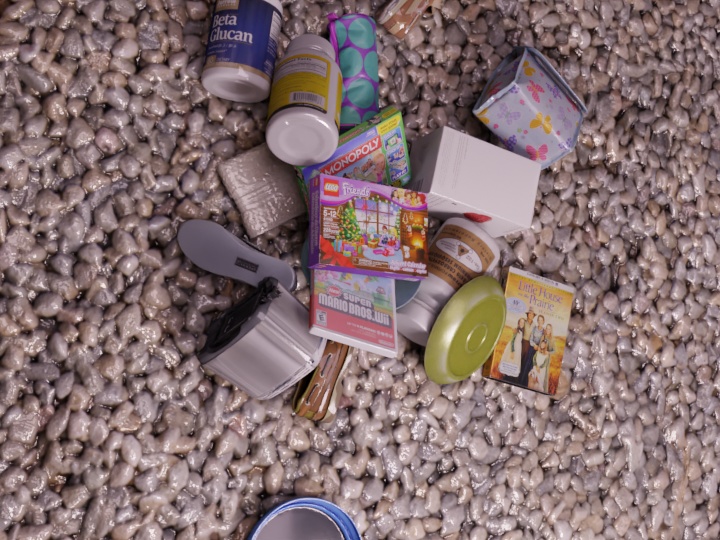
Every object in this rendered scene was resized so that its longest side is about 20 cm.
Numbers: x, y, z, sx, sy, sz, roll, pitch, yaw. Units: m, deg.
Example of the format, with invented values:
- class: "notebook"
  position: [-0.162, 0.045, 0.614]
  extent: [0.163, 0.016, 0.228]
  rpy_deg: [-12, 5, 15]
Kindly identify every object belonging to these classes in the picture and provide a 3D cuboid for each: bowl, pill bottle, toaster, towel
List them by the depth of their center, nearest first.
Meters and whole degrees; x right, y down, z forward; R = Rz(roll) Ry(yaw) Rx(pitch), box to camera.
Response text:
- class: "toaster"
  position: [-0.138, 0.102, 1.415]
  extent: [0.129, 0.199, 0.114]
  rpy_deg: [40, 35, -20]
- class: "pill bottle"
  position: [-0.083, -0.268, 1.465]
  extent: [0.110, 0.111, 0.202]
  rpy_deg: [20, 49, -20]
- class: "bowl"
  position: [-0.089, 0.451, 1.468]
  extent: [0.199, 0.039, 0.203]
  rpy_deg: [3, 82, -23]
- class: "pill bottle"
  position: [-0.182, -0.377, 1.496]
  extent: [0.110, 0.111, 0.202]
  rpy_deg: [12, 78, -22]
- class: "towel"
  position: [-0.123, -0.150, 1.536]
  extent: [0.199, 0.034, 0.134]
  rpy_deg: [-28, 93, -25]
- class: "pill bottle"
  position: [0.136, 0.021, 1.584]
  extent: [0.114, 0.114, 0.201]
  rpy_deg: [41, 69, -14]

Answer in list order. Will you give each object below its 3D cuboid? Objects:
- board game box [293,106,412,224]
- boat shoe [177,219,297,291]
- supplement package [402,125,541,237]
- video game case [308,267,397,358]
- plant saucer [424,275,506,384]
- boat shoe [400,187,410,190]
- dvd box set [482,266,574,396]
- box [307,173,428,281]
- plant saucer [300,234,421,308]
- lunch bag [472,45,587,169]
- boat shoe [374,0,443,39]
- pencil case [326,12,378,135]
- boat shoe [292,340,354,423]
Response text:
- class: "board game box"
  position: [-0.009, -0.159, 1.534]
  extent: [0.199, 0.029, 0.135]
  rpy_deg: [-33, 134, -21]
- class: "boat shoe"
  position: [-0.186, -0.019, 1.470]
  extent: [0.197, 0.068, 0.074]
  rpy_deg: [20, 86, 4]
- class: "supplement package"
  position: [0.188, -0.147, 1.626]
  extent: [0.198, 0.121, 0.121]
  rpy_deg: [17, 77, -21]
- class: "video game case"
  position: [-0.011, 0.029, 1.443]
  extent: [0.142, 0.017, 0.201]
  rpy_deg: [18, 46, -22]
- class: "plant saucer"
  position: [0.182, 0.105, 1.572]
  extent: [0.199, 0.031, 0.202]
  rpy_deg: [-31, 136, -35]
- class: "boat shoe"
  position: [0.003, -0.103, 1.526]
  extent: [0.198, 0.072, 0.068]
  rpy_deg: [-2, 80, -33]
- class: "dvd box set"
  position: [0.300, 0.109, 1.693]
  extent: [0.145, 0.029, 0.202]
  rpy_deg: [18, 77, -21]
- class: "box"
  position: [0.014, -0.063, 1.457]
  extent: [0.198, 0.039, 0.138]
  rpy_deg: [7, 76, -31]
- class: "plant saucer"
  position: [0.000, 0.000, 1.536]
  extent: [0.199, 0.039, 0.202]
  rpy_deg: [6, 49, -7]
- class: "lunch bag"
  position: [0.309, -0.299, 1.691]
  extent: [0.170, 0.127, 0.201]
  rpy_deg: [45, 40, -13]
- class: "boat shoe"
  position: [0.110, -0.481, 1.667]
  extent: [0.200, 0.076, 0.072]
  rpy_deg: [-46, 105, -13]
- class: "pencil case"
  position: [-0.016, -0.318, 1.578]
  extent: [0.092, 0.085, 0.202]
  rpy_deg: [5, 80, -37]
- class: "boat shoe"
  position: [-0.057, 0.137, 1.506]
  extent: [0.067, 0.072, 0.202]
  rpy_deg: [16, 77, -22]
